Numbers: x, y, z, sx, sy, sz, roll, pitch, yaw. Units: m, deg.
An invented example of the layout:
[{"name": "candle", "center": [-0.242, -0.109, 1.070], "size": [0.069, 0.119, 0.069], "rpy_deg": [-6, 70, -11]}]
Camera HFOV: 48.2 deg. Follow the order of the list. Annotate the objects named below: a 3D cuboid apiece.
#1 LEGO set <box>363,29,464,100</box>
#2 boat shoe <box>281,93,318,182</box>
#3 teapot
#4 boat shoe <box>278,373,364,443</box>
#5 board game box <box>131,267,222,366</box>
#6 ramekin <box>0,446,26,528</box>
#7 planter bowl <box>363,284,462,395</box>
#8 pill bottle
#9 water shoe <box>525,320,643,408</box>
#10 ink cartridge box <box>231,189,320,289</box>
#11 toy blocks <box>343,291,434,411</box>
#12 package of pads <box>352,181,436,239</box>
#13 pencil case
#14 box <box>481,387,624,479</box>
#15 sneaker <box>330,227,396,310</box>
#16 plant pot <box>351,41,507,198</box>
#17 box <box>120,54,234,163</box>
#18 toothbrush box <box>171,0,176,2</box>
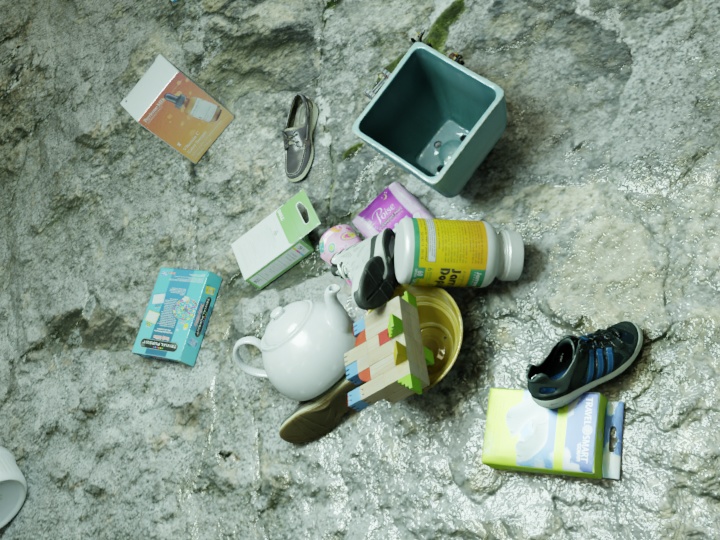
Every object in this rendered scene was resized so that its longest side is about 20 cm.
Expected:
[{"name": "LEGO set", "center": [0.098, -0.354, 1.557], "size": [0.116, 0.154, 0.200], "rpy_deg": [39, 97, 26]}, {"name": "boat shoe", "center": [-0.139, -0.289, 1.737], "size": [0.072, 0.065, 0.200], "rpy_deg": [-3, 67, 31]}, {"name": "teapot", "center": [-0.109, 0.124, 1.428], "size": [0.200, 0.146, 0.197], "rpy_deg": [-49, 20, -15]}, {"name": "boat shoe", "center": [-0.065, 0.237, 1.439], "size": [0.200, 0.073, 0.065], "rpy_deg": [-36, 32, 16]}, {"name": "board game box", "center": [-0.395, 0.096, 1.730], "size": [0.151, 0.047, 0.200], "rpy_deg": [4, 71, 34]}, {"name": "ramekin", "center": [-0.817, 0.486, 1.733], "size": [0.094, 0.202, 0.202], "rpy_deg": [33, 88, 27]}, {"name": "planter bowl", "center": [0.098, 0.126, 1.369], "size": [0.200, 0.083, 0.201], "rpy_deg": [-14, 62, 28]}, {"name": "pill bottle", "center": [0.163, -0.028, 1.336], "size": [0.200, 0.113, 0.113], "rpy_deg": [2, 63, -7]}, {"name": "water shoe", "center": [0.333, 0.126, 1.184], "size": [0.200, 0.079, 0.071], "rpy_deg": [-35, 35, -11]}, {"name": "ink cartridge box", "center": [-0.161, -0.062, 1.646], "size": [0.200, 0.059, 0.104], "rpy_deg": [-36, 53, 14]}, {"name": "toy blocks", "center": [0.033, 0.141, 1.301], "size": [0.137, 0.100, 0.200], "rpy_deg": [-32, 43, 28]}, {"name": "package of pads", "center": [0.087, -0.063, 1.473], "size": [0.120, 0.076, 0.200], "rpy_deg": [-43, 52, 5]}, {"name": "pencil case", "center": [0.000, 0.000, 1.494], "size": [0.087, 0.087, 0.200], "rpy_deg": [-45, 53, 7]}, {"name": "box", "center": [0.287, 0.244, 1.212], "size": [0.200, 0.048, 0.122], "rpy_deg": [-3, 67, 33]}, {"name": "sneaker", "center": [-0.003, 0.012, 1.373], "size": [0.115, 0.076, 0.201], "rpy_deg": [-21, 25, 29]}, {"name": "plant pot", "center": [0.142, -0.242, 1.433], "size": [0.196, 0.200, 0.196], "rpy_deg": [37, 90, 25]}, {"name": "box", "center": [-0.426, -0.374, 1.880], "size": [0.152, 0.200, 0.106], "rpy_deg": [-50, 51, 4]}, {"name": "toothbrush box", "center": [-0.478, -0.841, 2.175], "size": [0.200, 0.146, 0.085], "rpy_deg": [-20, 59, 25]}]
